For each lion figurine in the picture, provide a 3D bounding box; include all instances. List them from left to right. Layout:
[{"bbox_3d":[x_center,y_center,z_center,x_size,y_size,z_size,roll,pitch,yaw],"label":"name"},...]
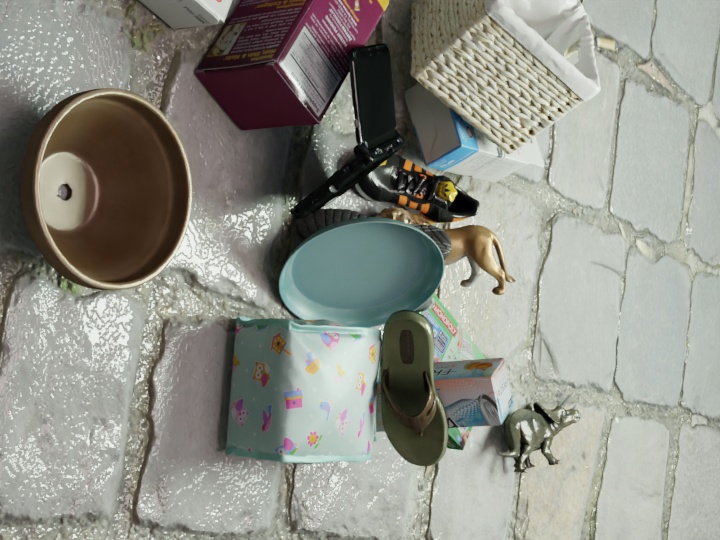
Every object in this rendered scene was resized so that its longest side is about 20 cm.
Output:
[{"bbox_3d":[0.112,-0.029,1.813,0.200,0.072,0.123,-5,108,-16],"label":"lion figurine"}]

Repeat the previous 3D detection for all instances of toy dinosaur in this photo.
[{"bbox_3d":[0.243,0.243,2.034,0.200,0.077,0.102,-4,82,-45],"label":"toy dinosaur"}]

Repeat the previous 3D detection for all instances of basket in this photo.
[{"bbox_3d":[0.185,-0.294,1.793,0.200,0.161,0.198,34,35,-25],"label":"basket"}]

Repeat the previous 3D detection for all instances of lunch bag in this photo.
[{"bbox_3d":[-0.053,0.142,1.629,0.200,0.122,0.170,8,84,-48],"label":"lunch bag"}]

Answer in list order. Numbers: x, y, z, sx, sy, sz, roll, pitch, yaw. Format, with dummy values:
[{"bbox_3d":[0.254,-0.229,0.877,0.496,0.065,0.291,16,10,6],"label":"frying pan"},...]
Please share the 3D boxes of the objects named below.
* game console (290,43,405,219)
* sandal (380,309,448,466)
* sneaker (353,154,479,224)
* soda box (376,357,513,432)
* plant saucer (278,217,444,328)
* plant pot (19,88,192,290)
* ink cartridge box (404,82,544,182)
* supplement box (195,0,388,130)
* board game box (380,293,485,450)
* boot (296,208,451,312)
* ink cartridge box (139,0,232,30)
[{"bbox_3d":[-0.021,-0.165,1.620,0.116,0.176,0.200,53,17,-1],"label":"game console"},{"bbox_3d":[0.057,0.147,1.658,0.057,0.080,0.201,-68,150,-67],"label":"sandal"},{"bbox_3d":[0.077,-0.111,1.800,0.200,0.090,0.070,23,74,-48],"label":"sneaker"},{"bbox_3d":[0.085,0.157,1.728,0.064,0.200,0.068,-43,123,-60],"label":"soda box"},{"bbox_3d":[0.000,0.000,1.657,0.200,0.200,0.027,38,31,-43],"label":"plant saucer"},{"bbox_3d":[-0.272,-0.081,1.388,0.201,0.093,0.201,-3,94,-50],"label":"plant pot"},{"bbox_3d":[0.158,-0.190,1.884,0.200,0.068,0.116,8,61,-49],"label":"ink cartridge box"},{"bbox_3d":[-0.075,-0.269,1.587,0.103,0.131,0.200,51,55,-37],"label":"supplement box"},{"bbox_3d":[0.108,0.137,1.890,0.200,0.029,0.135,50,54,-37],"label":"board game box"},{"bbox_3d":[0.006,-0.001,1.722,0.132,0.200,0.070,111,-12,-45],"label":"boot"},{"bbox_3d":[-0.189,-0.382,1.486,0.147,0.083,0.200,38,62,-43],"label":"ink cartridge box"}]
